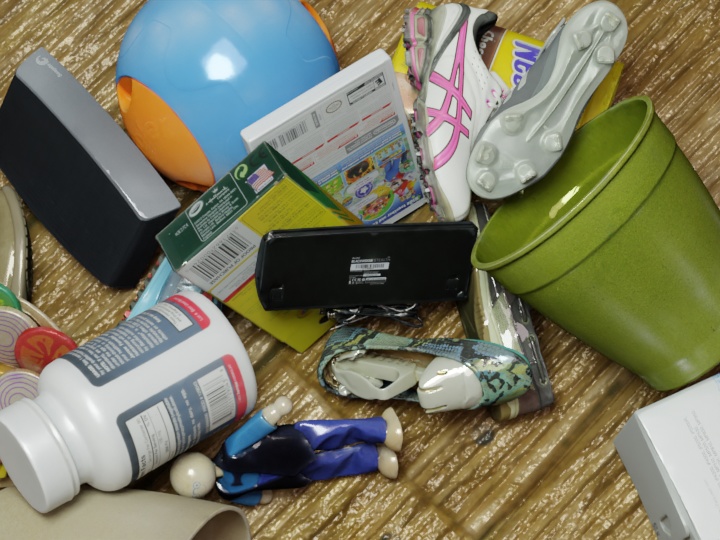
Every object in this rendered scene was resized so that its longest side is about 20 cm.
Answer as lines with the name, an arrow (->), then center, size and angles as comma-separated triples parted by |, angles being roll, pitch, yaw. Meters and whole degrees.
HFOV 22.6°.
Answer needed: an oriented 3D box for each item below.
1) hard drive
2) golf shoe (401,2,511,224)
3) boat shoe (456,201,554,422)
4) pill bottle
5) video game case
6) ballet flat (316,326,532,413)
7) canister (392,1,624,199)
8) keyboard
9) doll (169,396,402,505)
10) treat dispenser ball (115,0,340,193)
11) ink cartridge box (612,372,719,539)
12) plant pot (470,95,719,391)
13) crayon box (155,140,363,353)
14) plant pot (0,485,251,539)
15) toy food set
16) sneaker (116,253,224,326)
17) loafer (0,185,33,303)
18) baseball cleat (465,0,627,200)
hard drive -> -0.255, -0.087, 1.614 | 0.200, 0.135, 0.042 | 48, 44, 13
golf shoe -> 0.087, -0.140, 1.572 | 0.092, 0.073, 0.201 | -5, 78, 3
boat shoe -> 0.127, 0.034, 1.612 | 0.066, 0.072, 0.201 | -8, 77, -15
pill bottle -> -0.197, 0.111, 1.484 | 0.200, 0.120, 0.120 | -29, 75, -26
video game case -> -0.019, -0.090, 1.580 | 0.143, 0.200, 0.018 | -32, 54, -10
ballet flat -> 0.050, 0.094, 1.560 | 0.200, 0.074, 0.074 | 4, 72, 32
canister -> 0.123, -0.151, 1.653 | 0.200, 0.087, 0.149 | 19, 76, 7
keyboard -> 0.000, 0.000, 1.556 | 0.200, 0.104, 0.040 | -2, 29, -21
doll -> -0.066, 0.158, 1.546 | 0.200, 0.137, 0.049 | -8, 48, -15
treat dispenser ball -> -0.116, -0.166, 1.599 | 0.200, 0.201, 0.201 | 0, 74, 0
ink cartridge box -> 0.338, 0.157, 1.531 | 0.200, 0.145, 0.145 | -24, 75, -7
plant pot -> 0.230, -0.007, 1.509 | 0.193, 0.200, 0.200 | 46, 78, -11
crayon box -> -0.068, -0.015, 1.559 | 0.127, 0.200, 0.051 | -40, 52, 9
plant pot -> -0.222, 0.256, 1.505 | 0.200, 0.187, 0.188 | 16, 74, 20
toy food set -> -0.329, 0.100, 1.553 | 0.197, 0.049, 0.200 | -1, 110, 9
sneaker -> -0.153, 0.037, 1.616 | 0.095, 0.079, 0.200 | 32, 84, -3
loafer -> -0.328, 0.020, 1.611 | 0.067, 0.076, 0.201 | -3, 74, -7
baseball cleat -> 0.161, -0.144, 1.560 | 0.070, 0.106, 0.200 | 40, 91, -6
